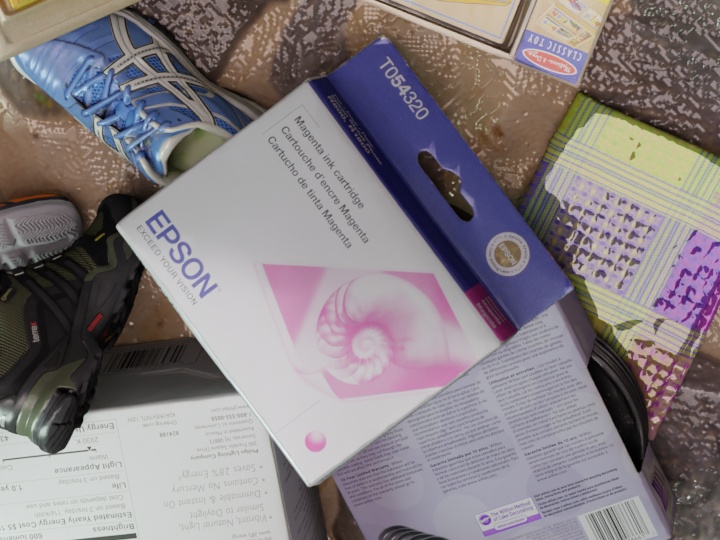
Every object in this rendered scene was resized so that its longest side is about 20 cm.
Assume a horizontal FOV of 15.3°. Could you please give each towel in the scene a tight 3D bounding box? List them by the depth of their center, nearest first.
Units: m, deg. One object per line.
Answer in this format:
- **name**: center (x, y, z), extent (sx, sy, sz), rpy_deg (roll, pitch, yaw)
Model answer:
- **towel**: center (0.154, 0.003, 1.671), extent (0.144, 0.023, 0.200), rpy_deg (24, 109, 1)

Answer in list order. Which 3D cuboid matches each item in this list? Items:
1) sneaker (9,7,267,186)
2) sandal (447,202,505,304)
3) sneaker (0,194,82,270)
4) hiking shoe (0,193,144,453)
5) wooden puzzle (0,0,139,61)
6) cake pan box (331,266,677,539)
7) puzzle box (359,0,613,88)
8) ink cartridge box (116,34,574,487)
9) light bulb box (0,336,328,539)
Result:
- **sneaker**: center (-0.129, -0.102, 1.651), extent (0.200, 0.077, 0.076), rpy_deg (28, 111, 0)
- **sandal**: center (0.000, 0.000, 1.669), extent (0.200, 0.082, 0.055), rpy_deg (0, 151, 22)
- **sneaker**: center (-0.283, -0.016, 1.703), extent (0.200, 0.112, 0.078), rpy_deg (-24, 135, -17)
- **hiking shoe**: center (-0.193, 0.015, 1.638), extent (0.101, 0.200, 0.076), rpy_deg (20, 135, -1)
- **wooden puzzle**: center (-0.177, -0.239, 1.603), extent (0.200, 0.037, 0.185), rpy_deg (-23, 109, -3)
- **cake pan box**: center (0.080, 0.110, 1.684), extent (0.200, 0.052, 0.184), rpy_deg (-22, 111, 21)
- **puzzle box**: center (0.064, -0.207, 1.615), extent (0.200, 0.025, 0.133), rpy_deg (21, 110, 1)
- **ink cartridge box**: center (-0.009, -0.008, 1.591), extent (0.200, 0.043, 0.196), rpy_deg (-37, 87, 2)
- **light bulb box**: center (-0.129, 0.158, 1.709), extent (0.198, 0.125, 0.200), rpy_deg (-7, 107, 10)
